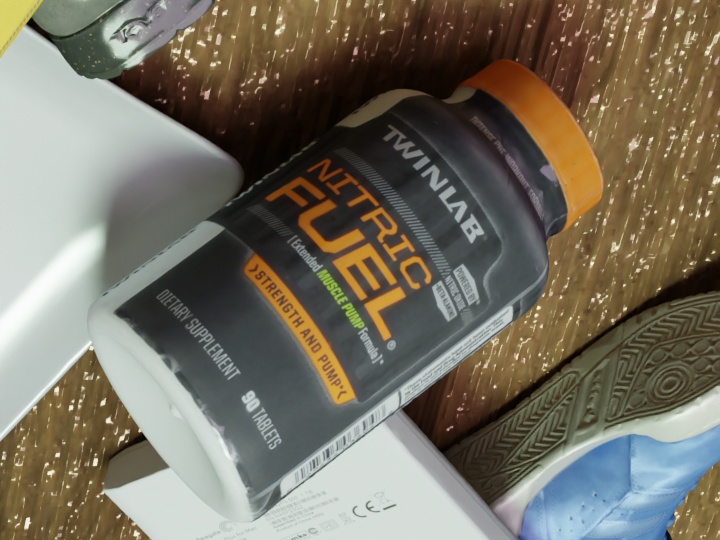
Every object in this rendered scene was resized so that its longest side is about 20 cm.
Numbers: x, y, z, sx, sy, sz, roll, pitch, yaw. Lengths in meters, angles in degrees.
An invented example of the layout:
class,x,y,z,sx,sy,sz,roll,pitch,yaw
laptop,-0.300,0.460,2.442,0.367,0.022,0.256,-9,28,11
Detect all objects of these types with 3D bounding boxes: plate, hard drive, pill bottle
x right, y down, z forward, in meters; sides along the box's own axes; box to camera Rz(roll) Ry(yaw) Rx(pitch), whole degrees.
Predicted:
class,x,y,z,sx,sy,sz,roll,pitch,yaw
plate,-0.177,-0.020,1.121,0.200,0.032,0.200,-45,129,14
hard drive,0.001,0.128,1.266,0.131,0.026,0.200,-22,127,28
pill bottle,0.000,0.000,1.146,0.200,0.106,0.106,-37,134,-16

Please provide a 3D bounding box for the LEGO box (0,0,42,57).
class,x,y,z,sx,sy,sz,roll,pitch,yaw
LEGO box,-0.201,-0.090,0.950,0.149,0.077,0.200,36,91,-26

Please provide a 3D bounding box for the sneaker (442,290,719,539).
class,x,y,z,sx,sy,sz,roll,pitch,yaw
sneaker,0.126,0.095,1.304,0.200,0.077,0.111,-34,126,11

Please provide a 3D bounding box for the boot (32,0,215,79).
class,x,y,z,sx,sy,sz,roll,pitch,yaw
boot,-0.064,-0.169,1.033,0.200,0.068,0.131,-38,121,2
